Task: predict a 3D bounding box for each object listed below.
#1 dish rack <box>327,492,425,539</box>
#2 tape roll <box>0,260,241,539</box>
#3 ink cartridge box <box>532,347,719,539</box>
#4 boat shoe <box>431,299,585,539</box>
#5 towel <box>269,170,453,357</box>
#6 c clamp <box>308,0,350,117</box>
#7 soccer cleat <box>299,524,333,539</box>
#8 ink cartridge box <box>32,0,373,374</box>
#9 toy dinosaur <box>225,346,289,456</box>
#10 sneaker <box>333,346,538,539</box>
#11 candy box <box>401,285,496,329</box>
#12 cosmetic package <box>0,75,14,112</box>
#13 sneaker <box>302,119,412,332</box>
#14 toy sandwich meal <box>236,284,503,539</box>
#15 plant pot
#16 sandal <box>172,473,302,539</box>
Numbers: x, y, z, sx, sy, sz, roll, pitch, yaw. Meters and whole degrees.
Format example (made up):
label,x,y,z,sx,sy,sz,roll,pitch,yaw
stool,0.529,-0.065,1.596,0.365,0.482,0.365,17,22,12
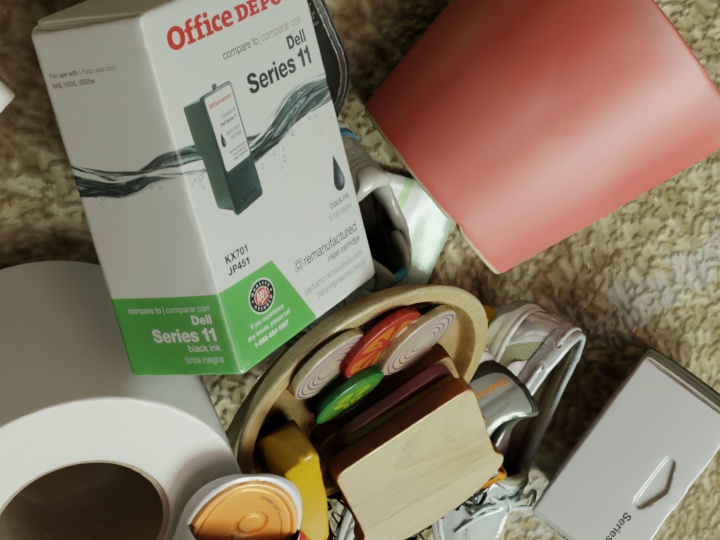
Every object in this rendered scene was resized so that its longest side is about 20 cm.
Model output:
label,x,y,z,sx,sy,sz,roll,pitch,yaw
dish rack,-0.015,0.224,1.244,0.153,0.055,0.201,14,108,-36
tape roll,-0.183,0.114,1.000,0.202,0.139,0.204,-12,128,-16
ink cartridge box,0.209,0.140,1.249,0.147,0.083,0.200,-54,171,5
boat shoe,0.106,0.124,1.191,0.074,0.065,0.203,4,107,-50
towel,-0.034,-0.004,1.125,0.199,0.023,0.153,12,108,-36
c clamp,-0.094,-0.140,1.002,0.171,0.027,0.200,-42,123,-18
soccer cleat,-0.079,0.258,1.170,0.068,0.085,0.201,22,89,-15
ink cartridge box,-0.082,-0.063,0.915,0.146,0.083,0.201,-36,117,-50
toy dinosaur,-0.096,0.150,1.106,0.058,0.101,0.201,15,103,-16
sneaker,0.048,0.148,1.140,0.201,0.079,0.074,-57,163,9
candy box,0.036,0.062,1.137,0.102,0.026,0.200,-52,161,9
cosmetic package,-0.292,-0.126,0.863,0.104,0.073,0.200,-48,129,0
sneaker,0.000,0.000,1.074,0.075,0.087,0.201,-34,136,-21
toy sandwich meal,0.014,0.096,1.017,0.204,0.070,0.206,-27,146,-20
plant pot,0.112,-0.106,1.063,0.177,0.201,0.200,-40,130,6
sandal,-0.081,0.209,0.984,0.079,0.059,0.207,3,126,-28
